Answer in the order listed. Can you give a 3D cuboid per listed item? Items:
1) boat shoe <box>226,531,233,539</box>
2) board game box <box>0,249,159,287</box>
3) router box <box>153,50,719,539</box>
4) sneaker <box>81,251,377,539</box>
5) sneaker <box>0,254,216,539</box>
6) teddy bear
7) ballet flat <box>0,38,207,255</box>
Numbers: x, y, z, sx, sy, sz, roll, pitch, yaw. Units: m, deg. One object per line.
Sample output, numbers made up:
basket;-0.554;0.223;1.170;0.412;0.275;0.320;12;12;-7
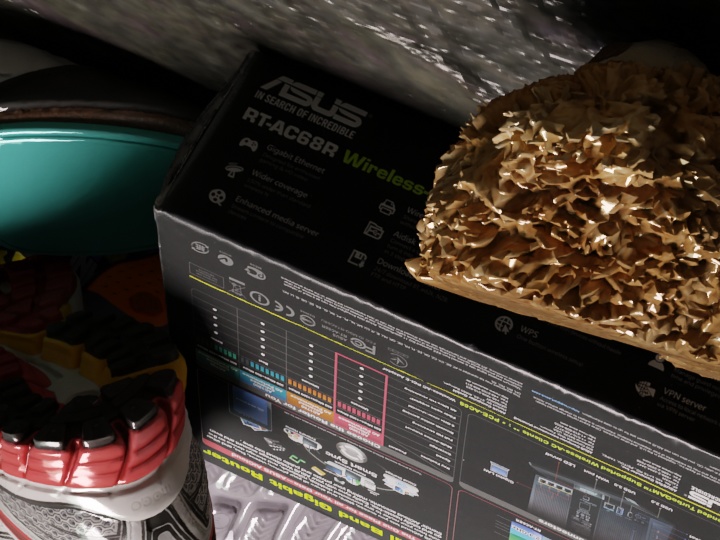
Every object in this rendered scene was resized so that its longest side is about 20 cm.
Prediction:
boat shoe;-0.090;0.076;1.030;0.199;0.066;0.074;-9;-179;-3
board game box;-0.169;-0.033;1.000;0.165;0.057;0.200;23;168;21
router box;0.043;0.035;0.766;0.200;0.062;0.150;24;152;11
sneaker;-0.031;0.048;0.959;0.200;0.078;0.112;20;-148;-24
sneaker;-0.103;0.052;0.821;0.200;0.078;0.082;33;143;62
teddy bear;0.113;0.000;0.587;0.200;0.067;0.145;17;175;11
ballet flat;-0.128;-0.037;0.835;0.199;0.069;0.068;-10;140;6
